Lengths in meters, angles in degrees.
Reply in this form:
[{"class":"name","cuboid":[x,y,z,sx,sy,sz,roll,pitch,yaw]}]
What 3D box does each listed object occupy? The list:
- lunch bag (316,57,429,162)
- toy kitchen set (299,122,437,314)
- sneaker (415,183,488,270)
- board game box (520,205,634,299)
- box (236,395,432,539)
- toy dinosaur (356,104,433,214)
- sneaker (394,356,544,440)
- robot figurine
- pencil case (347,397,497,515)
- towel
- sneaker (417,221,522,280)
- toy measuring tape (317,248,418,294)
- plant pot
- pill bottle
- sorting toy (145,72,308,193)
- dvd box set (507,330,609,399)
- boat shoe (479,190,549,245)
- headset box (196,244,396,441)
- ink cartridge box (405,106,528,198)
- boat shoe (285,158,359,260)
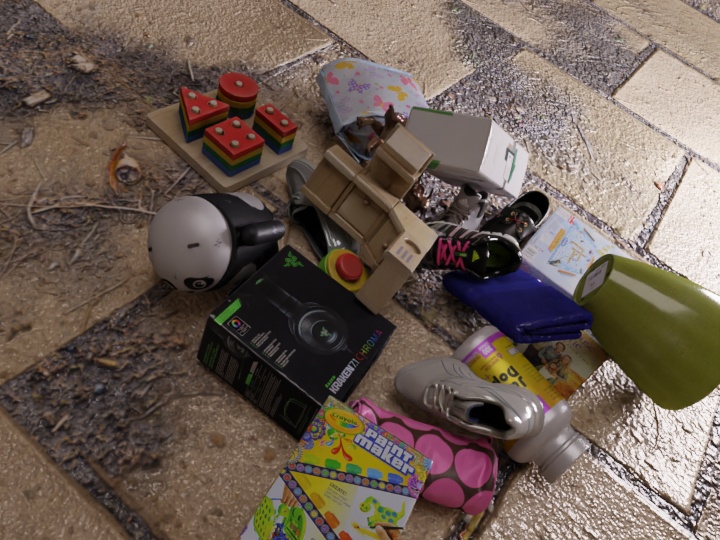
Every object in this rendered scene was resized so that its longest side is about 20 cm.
[{"class":"lunch bag","cuboid":[0.021,-0.283,1.253,0.197,0.128,0.172,7,46,-33]},{"class":"toy kitchen set","cuboid":[0.018,-0.093,0.939,0.199,0.164,0.181,40,25,1]},{"class":"sneaker","cuboid":[0.141,-0.085,1.126,0.075,0.116,0.199,41,46,18]},{"class":"board game box","cuboid":[0.381,-0.001,1.205,0.199,0.041,0.199,39,46,13]},{"class":"box","cuboid":[-0.046,0.269,0.658,0.121,0.202,0.193,30,44,7]},{"class":"toy dinosaur","cuboid":[0.063,-0.197,1.163,0.133,0.203,0.086,-7,38,-14]},{"class":"sneaker","cuboid":[0.124,0.156,0.859,0.197,0.076,0.087,10,5,33]},{"class":"robot figurine","cuboid":[-0.186,-0.037,0.915,0.125,0.151,0.199,43,23,14]},{"class":"pencil case","cuboid":[0.063,0.218,0.836,0.196,0.091,0.095,20,79,-8]},{"class":"towel","cuboid":[0.228,0.052,1.036,0.145,0.051,0.200,-7,24,-23]},{"class":"sneaker","cuboid":[0.157,-0.028,1.049,0.195,0.075,0.088,5,12,-9]},{"class":"toy measuring tape","cuboid":[0.000,0.000,1.023,0.197,0.074,0.074,-10,53,-39]},{"class":"plant pot","cuboid":[0.420,0.070,1.029,0.198,0.188,0.188,34,44,-4]},{"class":"pill bottle","cuboid":[0.206,0.177,0.920,0.103,0.105,0.200,-24,62,-38]},{"class":"sorting toy","cuboid":[-0.214,-0.244,1.154,0.198,0.070,0.199,41,47,16]},{"class":"dvd box set","cuboid":[0.277,0.125,1.052,0.198,0.030,0.146,-27,64,-38]},{"class":"boat shoe","cuboid":[0.265,-0.080,1.217,0.074,0.064,0.201,42,48,14]},{"class":"headset box","cuboid":[-0.084,0.086,0.884,0.199,0.093,0.174,37,45,9]},{"class":"ink cartridge box","cuboid":[0.173,-0.188,1.131,0.144,0.086,0.199,17,3,30]},{"class":"boat shoe","cuboid":[-0.075,-0.095,1.075,0.071,0.070,0.202,-11,58,-38]}]
